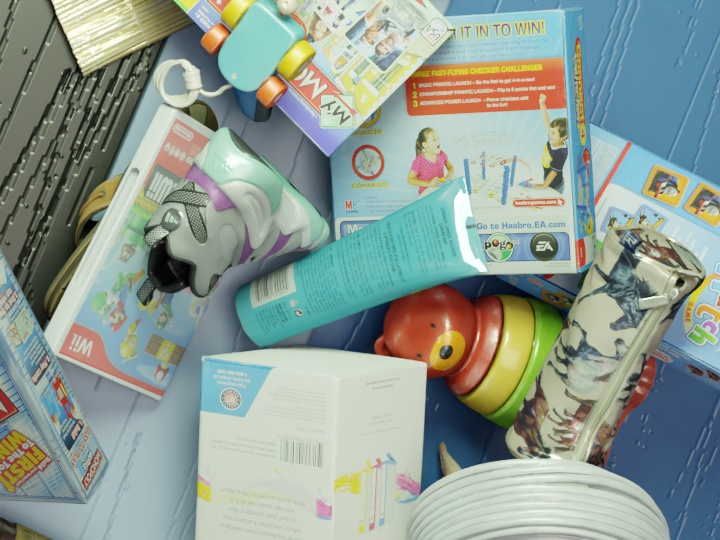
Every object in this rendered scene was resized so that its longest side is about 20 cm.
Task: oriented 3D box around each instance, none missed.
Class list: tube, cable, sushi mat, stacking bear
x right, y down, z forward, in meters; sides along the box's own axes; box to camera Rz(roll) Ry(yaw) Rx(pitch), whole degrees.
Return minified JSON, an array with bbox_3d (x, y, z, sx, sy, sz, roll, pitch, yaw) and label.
[{"bbox_3d":[0.000,0.000,1.605,0.200,0.050,0.078,-23,74,23],"label":"tube"},{"bbox_3d":[0.132,0.217,1.578,0.199,0.200,0.069,6,51,-4],"label":"cable"},{"bbox_3d":[-0.142,-0.233,1.612,0.200,0.012,0.096,-28,102,-13],"label":"sushi mat"},{"bbox_3d":[0.111,0.068,1.670,0.200,0.114,0.122,21,110,-20],"label":"stacking bear"}]

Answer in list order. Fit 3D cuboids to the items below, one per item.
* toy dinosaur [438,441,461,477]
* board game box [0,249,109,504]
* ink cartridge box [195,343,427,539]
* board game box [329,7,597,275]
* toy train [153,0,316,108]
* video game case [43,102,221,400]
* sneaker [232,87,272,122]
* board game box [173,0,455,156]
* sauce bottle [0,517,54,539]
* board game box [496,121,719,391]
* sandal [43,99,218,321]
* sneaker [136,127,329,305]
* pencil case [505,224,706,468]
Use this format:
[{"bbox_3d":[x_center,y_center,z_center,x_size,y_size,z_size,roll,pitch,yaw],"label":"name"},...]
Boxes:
[{"bbox_3d":[0.089,0.245,1.700,0.135,0.086,0.200,-29,100,-9],"label":"toy dinosaur"},{"bbox_3d":[-0.286,0.101,1.521,0.200,0.062,0.200,-31,105,24],"label":"board game box"},{"bbox_3d":[-0.038,0.166,1.604,0.125,0.128,0.201,-6,101,-56],"label":"ink cartridge box"},{"bbox_3d":[0.075,-0.096,1.614,0.200,0.056,0.196,-1,98,23],"label":"board game box"},{"bbox_3d":[-0.092,-0.216,1.508,0.150,0.056,0.201,6,109,23],"label":"toy train"},{"bbox_3d":[-0.149,-0.011,1.588,0.143,0.017,0.200,31,85,-56],"label":"video game case"},{"bbox_3d":[-0.101,-0.211,1.593,0.078,0.066,0.201,-4,98,-3],"label":"sneaker"},{"bbox_3d":[-0.046,-0.201,1.550,0.135,0.029,0.200,-45,98,2],"label":"board game box"},{"bbox_3d":[-0.205,0.252,1.613,0.200,0.065,0.065,27,87,-17],"label":"sauce bottle"},{"bbox_3d":[0.230,-0.014,1.672,0.200,0.037,0.151,27,64,11],"label":"board game box"},{"bbox_3d":[-0.179,-0.045,1.592,0.082,0.055,0.200,34,83,-55],"label":"sandal"},{"bbox_3d":[-0.108,-0.022,1.570,0.140,0.200,0.078,-45,66,2],"label":"sneaker"},{"bbox_3d":[0.182,0.065,1.579,0.078,0.089,0.200,22,104,-14],"label":"pencil case"}]
